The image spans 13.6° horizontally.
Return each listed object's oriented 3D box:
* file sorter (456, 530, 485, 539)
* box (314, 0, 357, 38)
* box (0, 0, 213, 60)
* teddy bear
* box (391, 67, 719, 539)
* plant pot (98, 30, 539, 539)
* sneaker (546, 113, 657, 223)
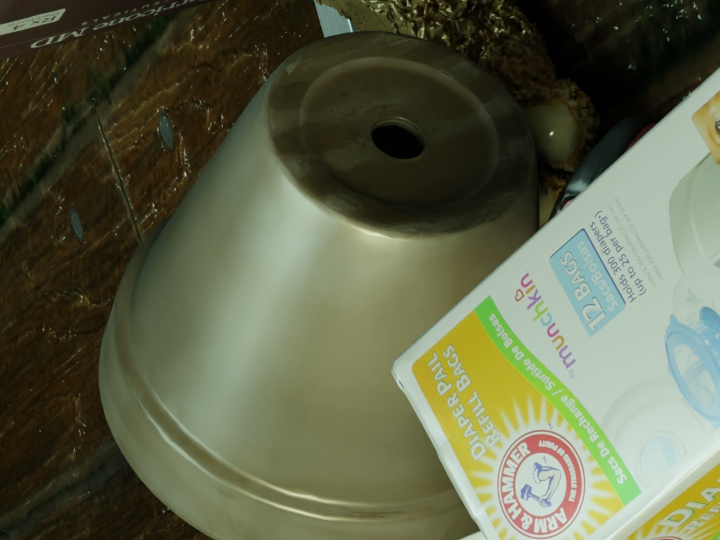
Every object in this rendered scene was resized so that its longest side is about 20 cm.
[{"bbox_3d":[0.126,0.178,1.180,0.201,0.138,0.124,69,-163,8],"label":"file sorter"},{"bbox_3d":[0.012,-0.097,1.457,0.041,0.038,0.201,170,83,-70],"label":"box"},{"bbox_3d":[-0.140,-0.226,1.559,0.165,0.165,0.200,69,159,6],"label":"box"},{"bbox_3d":[0.045,-0.106,1.354,0.200,0.067,0.146,45,155,39],"label":"teddy bear"},{"bbox_3d":[0.126,0.022,1.045,0.200,0.101,0.113,-42,60,26],"label":"box"},{"bbox_3d":[0.000,0.000,1.280,0.201,0.199,0.174,59,149,31],"label":"plant pot"},{"bbox_3d":[0.124,0.030,1.265,0.086,0.074,0.201,18,121,25],"label":"sneaker"}]
